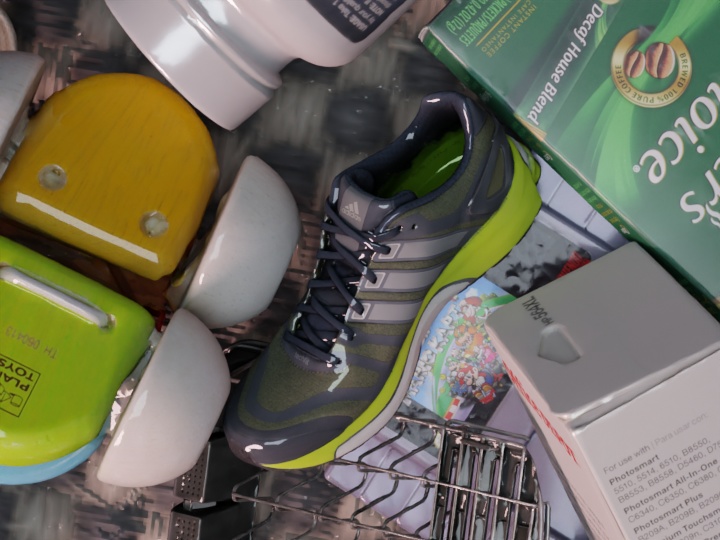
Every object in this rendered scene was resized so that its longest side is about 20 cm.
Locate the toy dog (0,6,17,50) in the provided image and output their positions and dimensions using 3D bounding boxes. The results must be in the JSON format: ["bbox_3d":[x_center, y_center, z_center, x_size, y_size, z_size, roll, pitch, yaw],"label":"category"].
[{"bbox_3d":[-0.176,-0.173,1.223,0.132,0.096,0.200,43,99,-2],"label":"toy dog"}]

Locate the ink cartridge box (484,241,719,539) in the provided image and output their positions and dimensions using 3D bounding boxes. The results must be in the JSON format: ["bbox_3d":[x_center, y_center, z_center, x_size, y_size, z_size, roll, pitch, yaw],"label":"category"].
[{"bbox_3d":[0.145,0.105,1.180,0.084,0.146,0.200,-28,112,-3],"label":"ink cartridge box"}]

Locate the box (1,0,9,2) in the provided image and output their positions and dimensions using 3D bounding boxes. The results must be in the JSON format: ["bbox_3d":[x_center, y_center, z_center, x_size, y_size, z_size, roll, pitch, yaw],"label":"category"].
[{"bbox_3d":[-0.168,-0.234,1.145,0.200,0.036,0.143,48,117,-2],"label":"box"}]

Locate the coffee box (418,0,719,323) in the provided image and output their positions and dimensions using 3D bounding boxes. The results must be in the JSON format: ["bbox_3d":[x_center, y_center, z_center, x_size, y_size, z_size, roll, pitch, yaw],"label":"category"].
[{"bbox_3d":[0.140,-0.081,1.219,0.200,0.044,0.123,45,85,1],"label":"coffee box"}]

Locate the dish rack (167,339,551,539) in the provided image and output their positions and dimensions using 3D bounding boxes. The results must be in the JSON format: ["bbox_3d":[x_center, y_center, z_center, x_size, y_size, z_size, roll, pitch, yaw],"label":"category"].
[{"bbox_3d":[-0.002,0.125,1.233,0.200,0.055,0.153,12,100,28],"label":"dish rack"}]

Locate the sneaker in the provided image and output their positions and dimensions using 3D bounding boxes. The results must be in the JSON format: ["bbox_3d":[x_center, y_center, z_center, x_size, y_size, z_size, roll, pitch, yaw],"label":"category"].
[{"bbox_3d":[0.000,0.000,1.191,0.074,0.081,0.200,23,69,36],"label":"sneaker"}]

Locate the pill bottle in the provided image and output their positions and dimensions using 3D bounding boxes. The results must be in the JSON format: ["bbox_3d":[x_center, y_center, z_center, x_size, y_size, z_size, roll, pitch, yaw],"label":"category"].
[{"bbox_3d":[-0.015,-0.162,1.199,0.200,0.120,0.120,-42,93,8],"label":"pill bottle"}]

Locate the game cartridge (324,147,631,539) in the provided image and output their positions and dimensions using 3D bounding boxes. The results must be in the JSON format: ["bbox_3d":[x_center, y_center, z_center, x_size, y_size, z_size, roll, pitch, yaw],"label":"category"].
[{"bbox_3d":[0.084,0.046,1.264,0.130,0.038,0.200,31,99,-4],"label":"game cartridge"}]

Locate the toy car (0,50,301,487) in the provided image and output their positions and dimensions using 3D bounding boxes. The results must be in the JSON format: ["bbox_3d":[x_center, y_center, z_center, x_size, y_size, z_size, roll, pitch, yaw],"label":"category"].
[{"bbox_3d":[-0.137,0.012,1.210,0.175,0.150,0.200,26,57,-5],"label":"toy car"}]
